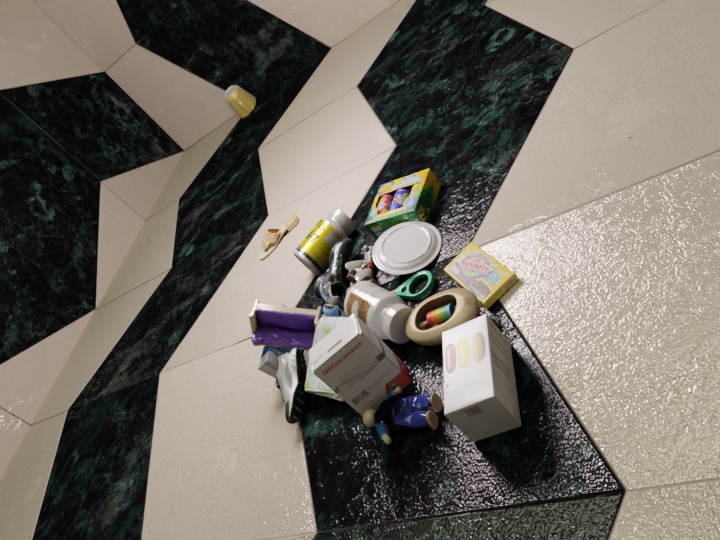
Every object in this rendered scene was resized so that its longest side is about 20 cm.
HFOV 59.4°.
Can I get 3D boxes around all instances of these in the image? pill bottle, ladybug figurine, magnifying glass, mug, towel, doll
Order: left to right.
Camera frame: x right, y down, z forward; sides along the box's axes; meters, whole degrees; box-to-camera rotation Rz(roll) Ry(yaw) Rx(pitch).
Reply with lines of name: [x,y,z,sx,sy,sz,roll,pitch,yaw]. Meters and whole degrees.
mug: [-0.705,-1.006,3.706,0.184,0.153,0.152,6,68,42]
pill bottle: [-0.110,-0.094,2.005,0.201,0.114,0.114,-50,31,-8]
towel: [-0.069,0.217,1.585,0.169,0.048,0.205,-3,72,51]
pill bottle: [0.052,0.107,1.576,0.115,0.114,0.199,-51,34,-10]
doll: [0.080,0.315,1.368,0.197,0.048,0.138,-15,41,40]
magnifying glass: [0.109,0.055,1.657,0.197,0.022,0.081,-24,37,35]
ladybug figurine: [0.194,0.113,1.439,0.197,0.072,0.138,-22,39,34]

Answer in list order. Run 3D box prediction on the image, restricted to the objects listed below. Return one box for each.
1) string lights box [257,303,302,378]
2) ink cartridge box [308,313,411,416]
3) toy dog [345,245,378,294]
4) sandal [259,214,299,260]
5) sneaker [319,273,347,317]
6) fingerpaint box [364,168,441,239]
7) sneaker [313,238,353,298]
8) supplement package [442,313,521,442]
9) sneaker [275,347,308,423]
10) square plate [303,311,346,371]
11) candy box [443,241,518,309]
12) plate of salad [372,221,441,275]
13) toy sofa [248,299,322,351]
string lights box: [-0.215,0.206,1.786,0.059,0.102,0.203,-41,27,39]
ink cartridge box: [-0.002,0.217,1.432,0.146,0.200,0.083,-38,31,9]
toy dog: [0.000,0.000,1.779,0.131,0.096,0.202,-36,32,15]
sandal: [-0.326,-0.142,2.360,0.212,0.070,0.078,-46,31,0]
sneaker: [-0.067,0.062,1.751,0.084,0.070,0.201,-57,18,18]
fingerpaint box: [0.125,-0.197,1.879,0.197,0.073,0.169,-12,45,42]
sneaker: [-0.064,-0.001,1.894,0.078,0.075,0.203,13,73,47]
supplement package: [0.234,0.209,1.244,0.112,0.110,0.203,-27,36,26]
sneaker: [-0.183,0.304,1.643,0.078,0.074,0.204,-18,51,17]
square plate: [-0.073,0.190,1.715,0.195,0.028,0.203,-22,38,35]
candy box: [0.282,0.008,1.500,0.102,0.026,0.200,-42,31,0]
plate of salad: [0.128,-0.058,1.731,0.195,0.049,0.203,-12,45,11]
toy sofa: [-0.202,0.149,1.711,0.195,0.084,0.099,6,45,6]
